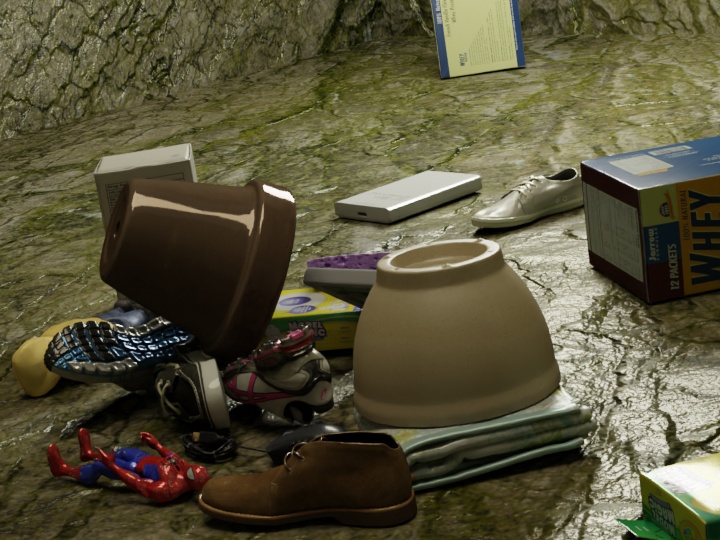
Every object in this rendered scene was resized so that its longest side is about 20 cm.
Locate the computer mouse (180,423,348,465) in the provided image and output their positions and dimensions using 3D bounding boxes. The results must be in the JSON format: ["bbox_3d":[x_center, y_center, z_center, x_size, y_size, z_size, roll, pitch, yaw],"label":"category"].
[{"bbox_3d":[-0.091,0.162,1.505,0.198,0.034,0.059,-1,18,27],"label":"computer mouse"}]

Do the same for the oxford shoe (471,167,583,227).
[{"bbox_3d":[0.240,-0.104,2.241,0.198,0.059,0.075,-18,21,-27],"label":"oxford shoe"}]

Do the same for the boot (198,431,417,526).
[{"bbox_3d":[-0.051,0.177,1.355,0.197,0.076,0.074,-5,17,17],"label":"boot"}]

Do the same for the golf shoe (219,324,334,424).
[{"bbox_3d":[-0.087,0.120,1.585,0.072,0.093,0.200,-25,-1,-25],"label":"golf shoe"}]

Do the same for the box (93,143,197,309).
[{"bbox_3d":[-0.268,-0.053,2.056,0.126,0.203,0.109,-8,16,-2],"label":"box"}]

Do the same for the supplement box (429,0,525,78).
[{"bbox_3d":[0.268,-0.563,3.604,0.197,0.203,0.134,-8,14,4],"label":"supplement box"}]

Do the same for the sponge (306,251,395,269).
[{"bbox_3d":[0.000,0.000,1.931,0.110,0.030,0.200,-6,-3,5],"label":"sponge"}]

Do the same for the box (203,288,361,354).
[{"bbox_3d":[-0.083,0.059,1.824,0.197,0.049,0.117,-8,15,9],"label":"box"}]

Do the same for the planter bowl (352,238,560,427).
[{"bbox_3d":[0.081,0.048,1.464,0.197,0.137,0.200,-9,13,2],"label":"planter bowl"}]

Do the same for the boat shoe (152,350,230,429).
[{"bbox_3d":[-0.178,0.129,1.618,0.063,0.072,0.200,-14,6,-13],"label":"boat shoe"}]

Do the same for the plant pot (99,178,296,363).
[{"bbox_3d":[-0.182,-0.017,1.670,0.173,0.203,0.200,16,8,-18],"label":"plant pot"}]

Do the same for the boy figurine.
[{"bbox_3d":[-0.324,0.089,1.842,0.123,0.065,0.199,3,20,34],"label":"boy figurine"}]

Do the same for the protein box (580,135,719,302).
[{"bbox_3d":[0.393,-0.067,1.874,0.196,0.137,0.200,-11,15,-9],"label":"protein box"}]

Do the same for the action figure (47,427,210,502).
[{"bbox_3d":[-0.214,0.184,1.477,0.198,0.052,0.065,8,18,39],"label":"action figure"}]

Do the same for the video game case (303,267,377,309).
[{"bbox_3d":[0.062,0.039,1.668,0.181,0.022,0.199,24,-13,-34],"label":"video game case"}]

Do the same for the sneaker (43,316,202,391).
[{"bbox_3d":[-0.261,0.104,1.715,0.198,0.087,0.075,-3,49,-40],"label":"sneaker"}]

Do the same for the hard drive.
[{"bbox_3d":[0.075,-0.116,2.431,0.199,0.027,0.131,-22,20,-37],"label":"hard drive"}]

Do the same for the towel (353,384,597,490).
[{"bbox_3d":[0.103,0.142,1.455,0.197,0.049,0.171,-11,12,-8],"label":"towel"}]

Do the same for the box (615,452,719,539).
[{"bbox_3d":[0.306,0.178,1.211,0.197,0.049,0.117,-14,16,-13],"label":"box"}]
